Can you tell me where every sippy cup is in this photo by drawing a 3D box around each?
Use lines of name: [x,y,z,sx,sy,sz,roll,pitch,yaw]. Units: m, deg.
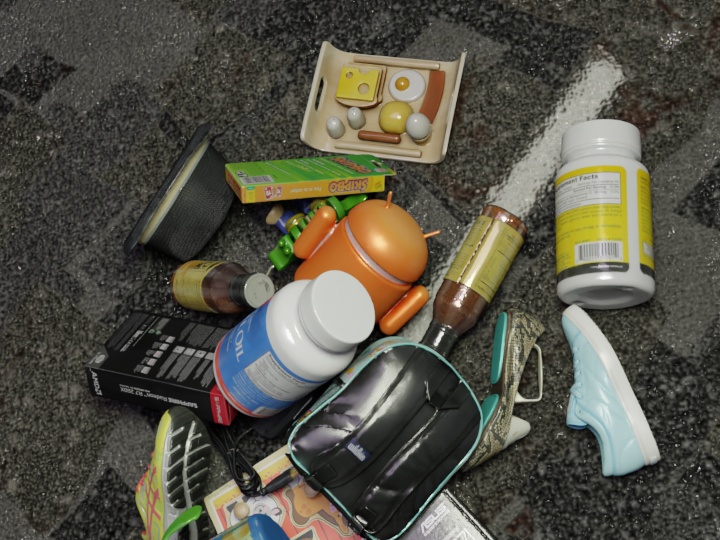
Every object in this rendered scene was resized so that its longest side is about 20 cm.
sippy cup: [-0.135,0.348,1.214,0.130,0.178,0.140,-39,48,5]

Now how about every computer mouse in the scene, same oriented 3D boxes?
computer mouse: [-0.091,0.178,1.300,0.198,0.046,0.141,-32,55,2]

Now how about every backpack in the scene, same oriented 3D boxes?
backpack: [0.033,0.177,1.219,0.176,0.153,0.200,45,92,-1]

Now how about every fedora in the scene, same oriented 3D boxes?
fedora: [-0.218,-0.085,1.385,0.091,0.200,0.202,33,81,-11]

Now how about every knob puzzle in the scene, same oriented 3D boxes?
knob puzzle: [-0.075,0.312,1.279,0.216,0.030,0.224,-4,72,11]

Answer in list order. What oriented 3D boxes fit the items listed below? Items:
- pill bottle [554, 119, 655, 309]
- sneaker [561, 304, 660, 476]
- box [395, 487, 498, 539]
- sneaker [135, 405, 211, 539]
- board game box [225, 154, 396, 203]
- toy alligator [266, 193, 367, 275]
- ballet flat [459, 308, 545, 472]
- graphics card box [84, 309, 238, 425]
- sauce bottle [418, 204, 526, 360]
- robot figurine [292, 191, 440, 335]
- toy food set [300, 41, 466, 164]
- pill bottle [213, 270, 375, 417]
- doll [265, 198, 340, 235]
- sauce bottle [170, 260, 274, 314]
pill bottle: [0.285,-0.066,1.270,0.112,0.114,0.204,-1,73,12]
sneaker: [0.263,0.138,1.234,0.081,0.074,0.202,-24,69,1]
box: [0.087,0.373,1.193,0.200,0.086,0.164,-44,69,-3]
sneaker: [-0.232,0.252,1.277,0.089,0.078,0.204,14,109,31]
board game box: [-0.061,-0.116,1.336,0.197,0.096,0.030,-9,114,-17]
toy alligator: [-0.075,-0.036,1.322,0.199,0.054,0.060,-38,73,2]
ballet flat: [0.174,0.146,1.261,0.074,0.068,0.203,20,76,-5]
graphics card box: [-0.220,0.115,1.321,0.197,0.052,0.126,9,36,18]
sauce bottle: [0.128,0.021,1.298,0.065,0.066,0.202,29,83,19]
robot figurine: [0.001,0.001,1.271,0.200,0.116,0.145,-46,66,22]
toy food set: [0.030,-0.224,1.405,0.196,0.060,0.146,8,75,14]
pill bottle: [-0.072,0.078,1.192,0.199,0.111,0.114,-37,61,44]
doll: [-0.023,-0.033,1.364,0.198,0.048,0.138,31,87,16]
sauce bottle: [-0.166,0.021,1.313,0.199,0.066,0.067,3,68,55]
